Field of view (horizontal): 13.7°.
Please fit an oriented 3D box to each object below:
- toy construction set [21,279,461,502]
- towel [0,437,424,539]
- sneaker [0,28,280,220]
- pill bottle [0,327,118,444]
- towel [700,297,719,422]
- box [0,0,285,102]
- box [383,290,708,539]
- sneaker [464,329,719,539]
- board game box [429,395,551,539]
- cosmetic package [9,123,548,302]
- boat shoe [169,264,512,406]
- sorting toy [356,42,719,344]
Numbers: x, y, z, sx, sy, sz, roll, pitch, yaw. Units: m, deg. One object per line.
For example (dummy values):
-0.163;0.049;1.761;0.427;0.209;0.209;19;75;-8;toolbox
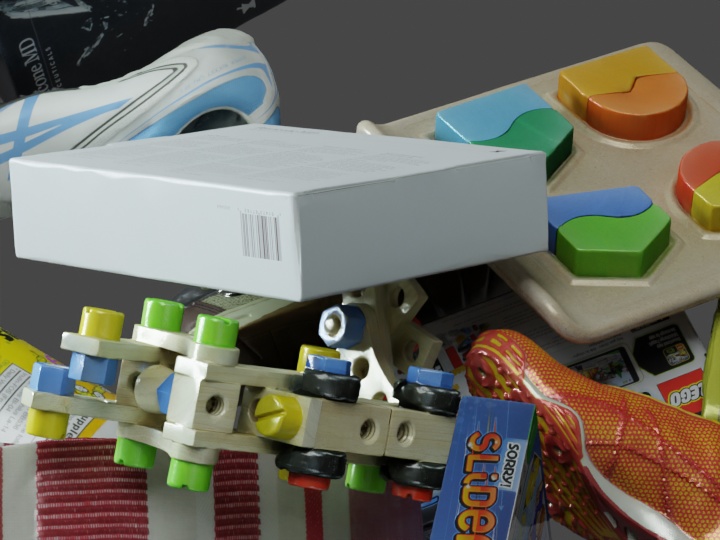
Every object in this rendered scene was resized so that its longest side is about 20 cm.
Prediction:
-0.034;0.053;1.294;0.200;0.092;0.131;-10;14;-43;toy construction set
-0.066;0.146;1.311;0.200;0.023;0.144;2;74;-17;towel
-0.135;-0.059;1.523;0.200;0.072;0.073;-22;72;0;sneaker
-0.160;0.089;1.377;0.200;0.104;0.104;30;62;9;pill bottle
0.257;0.057;1.374;0.200;0.018;0.086;11;53;6;towel
-0.133;-0.209;1.549;0.196;0.200;0.124;-29;55;-12;box
0.065;0.068;1.410;0.200;0.035;0.110;-20;53;-5;box
0.132;0.090;1.341;0.200;0.073;0.077;39;63;1;sneaker
0.046;0.173;1.270;0.034;0.135;0.200;6;55;12;board game box
-0.038;-0.029;1.345;0.151;0.052;0.200;-14;15;-41;cosmetic package
0.000;0.000;1.448;0.200;0.073;0.065;-19;52;-10;boat shoe
0.125;-0.047;1.431;0.200;0.037;0.185;-15;41;-28;sorting toy
